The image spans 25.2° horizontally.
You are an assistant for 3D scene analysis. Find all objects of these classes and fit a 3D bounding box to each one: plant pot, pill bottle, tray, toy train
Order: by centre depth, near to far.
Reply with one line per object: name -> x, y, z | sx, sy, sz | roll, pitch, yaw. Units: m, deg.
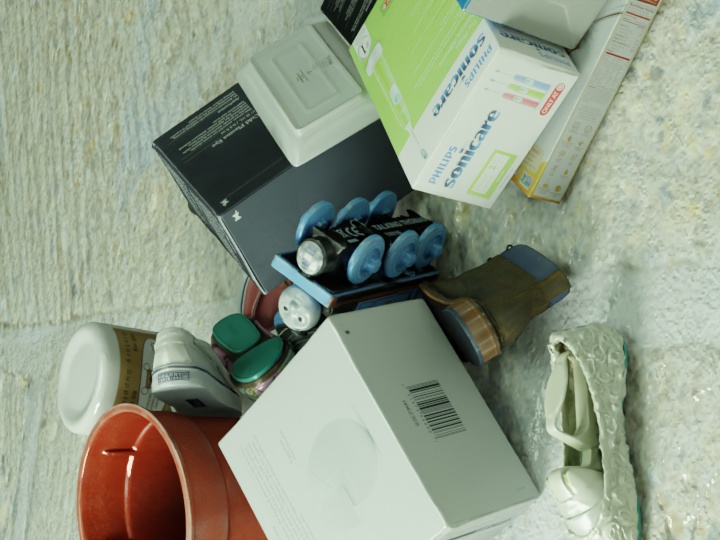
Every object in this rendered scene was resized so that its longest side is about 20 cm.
toy train -> 0.000, 0.000, 1.411 | 0.086, 0.199, 0.115 | 33, 113, 24
tray -> -0.049, -0.173, 1.490 | 0.107, 0.022, 0.200 | -30, 37, -2
plant pot -> -0.135, 0.220, 1.527 | 0.200, 0.194, 0.203 | 2, 92, 51
pill bottle -> -0.202, 0.123, 1.673 | 0.114, 0.199, 0.115 | -23, 62, 52

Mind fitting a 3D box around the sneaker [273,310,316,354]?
sneaker -> -0.015, 0.078, 1.533 | 0.199, 0.070, 0.084 | 6, 104, 57

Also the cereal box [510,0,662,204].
cereal box -> 0.163, -0.177, 1.343 | 0.144, 0.039, 0.201 | 52, 124, 51

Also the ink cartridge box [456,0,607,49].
ink cartridge box -> 0.112, -0.274, 1.311 | 0.067, 0.115, 0.201 | -57, 36, 30

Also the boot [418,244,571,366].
boot -> 0.112, 0.025, 1.357 | 0.075, 0.096, 0.200 | 61, 175, -12

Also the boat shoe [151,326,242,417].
boat shoe -> -0.159, 0.100, 1.546 | 0.200, 0.070, 0.070 | 61, -157, -71

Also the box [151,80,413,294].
box -> -0.067, -0.106, 1.528 | 0.199, 0.104, 0.182 | -35, 36, -7

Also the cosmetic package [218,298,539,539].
cosmetic package -> 0.010, 0.167, 1.358 | 0.200, 0.122, 0.200 | -47, 64, 38

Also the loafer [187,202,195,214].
loafer -> -0.126, -0.142, 1.756 | 0.200, 0.076, 0.068 | -51, 40, 22

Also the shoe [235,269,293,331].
shoe -> -0.058, -0.001, 1.605 | 0.201, 0.071, 0.091 | -58, 32, 22

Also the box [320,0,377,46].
box -> 0.055, -0.294, 1.510 | 0.201, 0.078, 0.141 | -63, 33, 23

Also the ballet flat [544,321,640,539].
ballet flat -> 0.167, 0.137, 1.224 | 0.072, 0.071, 0.202 | -24, 62, 52

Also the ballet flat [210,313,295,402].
ballet flat -> -0.096, 0.096, 1.563 | 0.072, 0.069, 0.200 | 62, 170, -19

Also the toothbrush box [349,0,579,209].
toothbrush box -> 0.081, -0.176, 1.355 | 0.146, 0.086, 0.201 | -58, 34, 30
